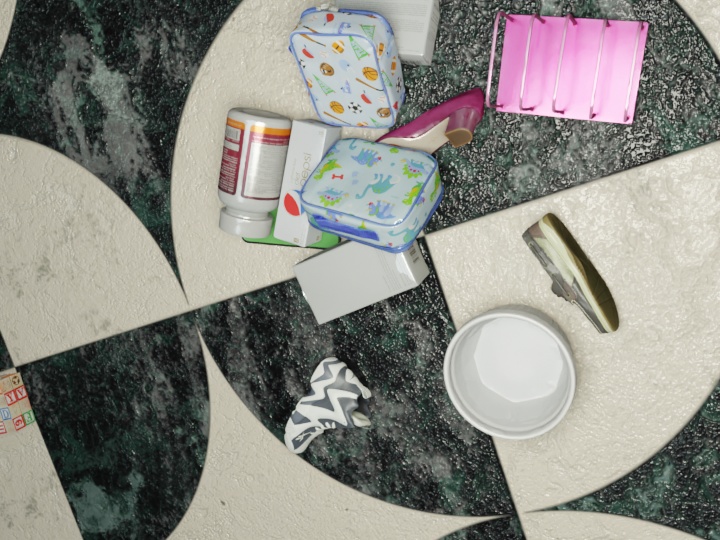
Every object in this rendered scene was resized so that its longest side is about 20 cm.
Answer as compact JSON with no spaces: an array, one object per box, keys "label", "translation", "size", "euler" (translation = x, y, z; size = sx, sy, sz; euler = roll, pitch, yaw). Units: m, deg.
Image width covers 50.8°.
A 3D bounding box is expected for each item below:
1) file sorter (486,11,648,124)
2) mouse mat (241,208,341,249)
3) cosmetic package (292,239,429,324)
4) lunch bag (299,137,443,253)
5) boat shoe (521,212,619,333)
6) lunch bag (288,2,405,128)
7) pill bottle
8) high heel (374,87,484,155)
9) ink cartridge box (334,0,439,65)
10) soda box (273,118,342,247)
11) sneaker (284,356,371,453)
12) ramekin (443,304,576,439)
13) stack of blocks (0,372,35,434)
[{"label":"file sorter","translation":[0.285,-0.283,1.055],"size":[0.198,0.125,0.140],"euler":[10,106,19]},{"label":"mouse mat","translation":[-0.125,-0.120,1.323],"size":[0.198,0.008,0.163],"euler":[6,104,22]},{"label":"cosmetic package","translation":[0.000,0.000,1.259],"size":[0.199,0.081,0.114],"euler":[-20,98,26]},{"label":"lunch bag","translation":[0.015,-0.117,1.172],"size":[0.199,0.161,0.083],"euler":[16,150,27]},{"label":"boat shoe","translation":[0.317,0.011,1.147],"size":[0.066,0.072,0.202],"euler":[-33,89,35]},{"label":"lunch bag","translation":[-0.021,-0.307,1.147],"size":[0.159,0.076,0.201],"euler":[11,148,23]},{"label":"pill bottle","translation":[-0.181,-0.164,1.272],"size":[0.109,0.109,0.202],"euler":[17,108,17]},{"label":"high heel","translation":[0.106,-0.225,1.196],"size":[0.199,0.097,0.067],"euler":[-5,141,36]},{"label":"ink cartridge box","translation":[0.045,-0.426,1.172],"size":[0.161,0.057,0.202],"euler":[10,86,20]},{"label":"soda box","translation":[-0.088,-0.146,1.261],"size":[0.063,0.068,0.202],"euler":[17,108,18]},{"label":"sneaker","translation":[-0.047,0.267,1.343],"size":[0.129,0.079,0.200],"euler":[33,102,21]},{"label":"ramekin","translation":[0.237,0.148,1.180],"size":[0.198,0.105,0.202],"euler":[5,105,20]},{"label":"stack of blocks","translation":[-0.826,0.303,1.675],"size":[0.198,0.059,0.116],"euler":[-14,97,24]}]
